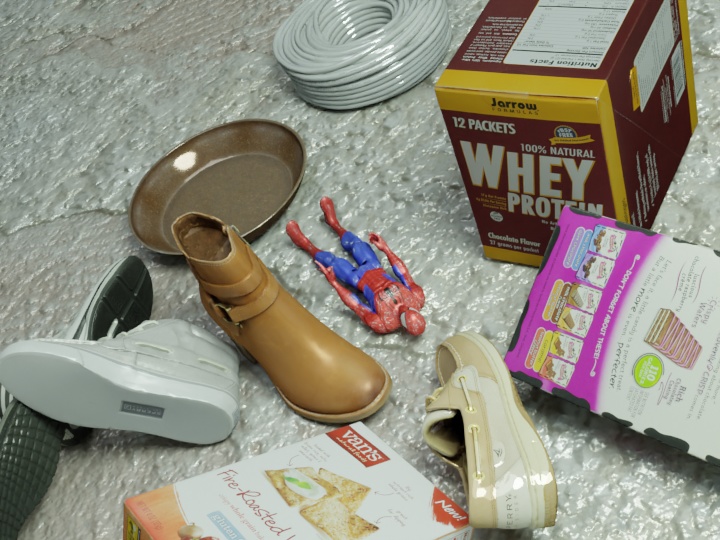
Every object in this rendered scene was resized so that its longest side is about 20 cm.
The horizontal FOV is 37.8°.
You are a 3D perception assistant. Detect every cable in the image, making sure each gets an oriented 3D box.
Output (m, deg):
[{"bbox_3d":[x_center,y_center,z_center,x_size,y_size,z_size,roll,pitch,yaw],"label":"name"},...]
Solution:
[{"bbox_3d":[0.004,-0.264,1.186,0.200,0.069,0.200,8,53,32],"label":"cable"}]

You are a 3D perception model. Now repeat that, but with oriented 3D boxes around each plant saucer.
[{"bbox_3d":[-0.144,-0.080,1.097,0.200,0.037,0.201,-14,43,13],"label":"plant saucer"}]

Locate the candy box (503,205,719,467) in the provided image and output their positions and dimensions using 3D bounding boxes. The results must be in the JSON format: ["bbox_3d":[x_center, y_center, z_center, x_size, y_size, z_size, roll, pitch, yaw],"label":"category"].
[{"bbox_3d":[0.215,0.048,0.744,0.200,0.061,0.137,23,92,40],"label":"candy box"}]

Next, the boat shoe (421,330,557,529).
[{"bbox_3d":[0.078,0.109,0.756,0.069,0.074,0.200,-9,28,-8],"label":"boat shoe"}]

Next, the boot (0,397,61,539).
[{"bbox_3d":[-0.334,0.190,0.872,0.130,0.068,0.201,3,68,26],"label":"boot"}]

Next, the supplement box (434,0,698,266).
[{"bbox_3d":[0.182,-0.136,0.880,0.132,0.197,0.200,11,53,31],"label":"supplement box"}]

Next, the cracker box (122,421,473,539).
[{"bbox_3d":[-0.041,0.182,0.709,0.200,0.058,0.134,-12,32,-37],"label":"cracker box"}]

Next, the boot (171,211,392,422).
[{"bbox_3d":[-0.072,0.037,0.860,0.200,0.155,0.074,22,60,39],"label":"boot"}]

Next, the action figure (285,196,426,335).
[{"bbox_3d":[0.000,0.000,0.945,0.065,0.052,0.200,-33,45,-13],"label":"action figure"}]

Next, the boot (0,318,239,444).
[{"bbox_3d":[-0.198,0.080,0.891,0.200,0.074,0.096,18,35,-16],"label":"boot"}]

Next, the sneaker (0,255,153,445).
[{"bbox_3d":[-0.280,0.066,0.989,0.115,0.076,0.201,2,52,25],"label":"sneaker"}]
